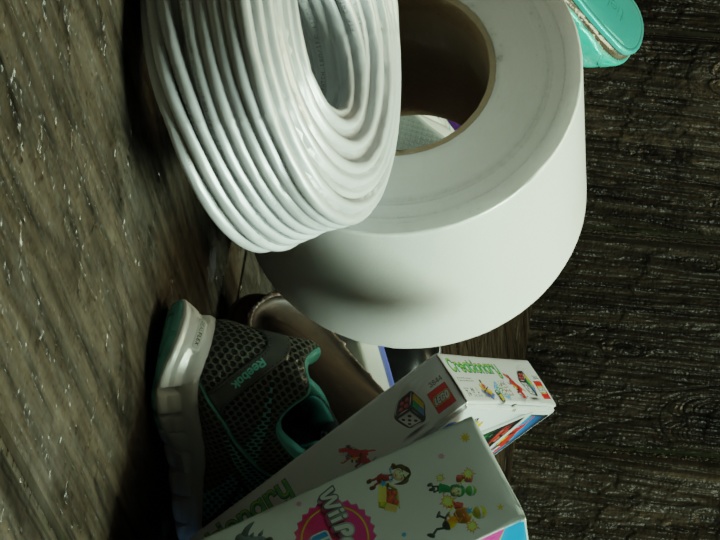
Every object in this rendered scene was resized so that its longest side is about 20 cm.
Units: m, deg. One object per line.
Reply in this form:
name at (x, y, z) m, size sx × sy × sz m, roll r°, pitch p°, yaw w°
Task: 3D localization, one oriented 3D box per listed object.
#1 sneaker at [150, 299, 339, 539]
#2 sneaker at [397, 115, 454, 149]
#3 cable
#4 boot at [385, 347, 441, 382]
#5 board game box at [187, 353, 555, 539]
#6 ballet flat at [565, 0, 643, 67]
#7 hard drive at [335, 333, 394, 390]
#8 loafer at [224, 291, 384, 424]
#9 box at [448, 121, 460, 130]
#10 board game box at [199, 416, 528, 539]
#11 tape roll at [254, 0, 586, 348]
sneaker at (-0.054, 0.095, 1.374) m, size 0.200 × 0.091 × 0.078 m, roll 83°, pitch 15°, yaw -55°
sneaker at (0.021, -0.101, 1.654) m, size 0.201 × 0.070 × 0.080 m, roll 59°, pitch 17°, yaw -26°
cable at (-0.038, -0.112, 1.276) m, size 0.200 × 0.069 × 0.201 m, roll -41°, pitch 120°, yaw -65°
boot at (0.008, 0.022, 1.779) m, size 0.158 × 0.079 × 0.212 m, roll -81°, pitch 163°, yaw -72°
board game box at (-0.003, 0.114, 1.355) m, size 0.035 × 0.200 × 0.126 m, roll 58°, pitch 18°, yaw 17°
ballet flat at (0.085, -0.186, 1.465) m, size 0.200 × 0.070 × 0.068 m, roll 52°, pitch 44°, yaw -32°
hard drive at (-0.004, 0.140, 1.606) m, size 0.200 × 0.025 × 0.132 m, roll -106°, pitch -147°, yaw -51°
loafer at (0.000, 0.086, 1.464) m, size 0.073 × 0.200 × 0.071 m, roll -28°, pitch 165°, yaw -43°
box at (0.058, -0.073, 1.802) m, size 0.137 × 0.039 × 0.201 m, roll 76°, pitch 8°, yaw -61°
board game box at (-0.015, 0.165, 1.305) m, size 0.064 × 0.199 × 0.148 m, roll 62°, pitch -6°, yaw 26°
tape roll at (0.025, -0.076, 1.440) m, size 0.139 × 0.201 × 0.204 m, roll 77°, pitch 20°, yaw -62°
